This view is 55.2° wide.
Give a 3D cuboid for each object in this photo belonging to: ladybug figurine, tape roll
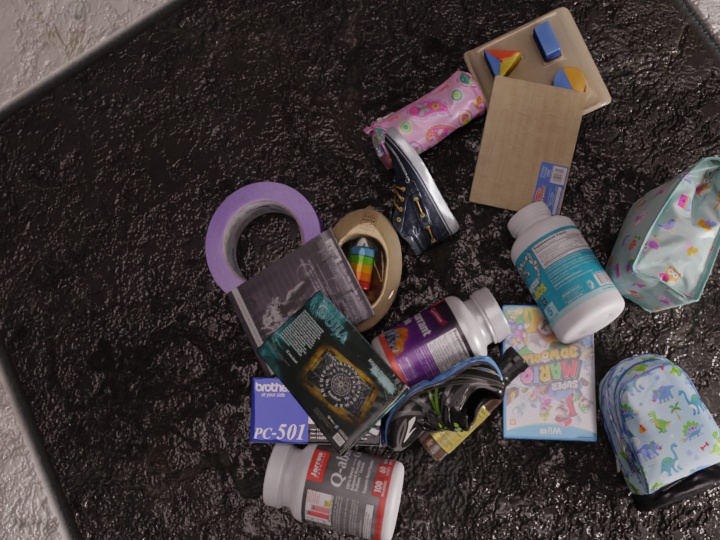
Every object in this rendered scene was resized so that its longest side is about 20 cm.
[{"bbox_3d":[0.000,0.000,1.105,0.132,0.072,0.205,12,82,4],"label":"ladybug figurine"},{"bbox_3d":[-0.154,-0.039,1.141,0.195,0.066,0.206,-1,79,7],"label":"tape roll"}]

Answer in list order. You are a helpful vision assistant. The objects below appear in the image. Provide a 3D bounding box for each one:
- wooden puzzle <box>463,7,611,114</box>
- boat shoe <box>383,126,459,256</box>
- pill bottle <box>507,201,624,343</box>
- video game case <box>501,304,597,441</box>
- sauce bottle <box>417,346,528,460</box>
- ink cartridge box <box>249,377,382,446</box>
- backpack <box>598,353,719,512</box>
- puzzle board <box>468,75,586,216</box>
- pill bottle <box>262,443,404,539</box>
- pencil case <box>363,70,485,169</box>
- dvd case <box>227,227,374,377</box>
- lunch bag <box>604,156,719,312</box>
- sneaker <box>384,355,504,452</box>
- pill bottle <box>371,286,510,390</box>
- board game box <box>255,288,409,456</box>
[{"bbox_3d":[0.291,-0.325,1.137,0.196,0.046,0.189,-22,77,4],"label":"wooden puzzle"},{"bbox_3d":[0.073,-0.119,1.084,0.090,0.071,0.202,-34,109,2],"label":"boat shoe"},{"bbox_3d":[0.298,-0.002,1.036,0.109,0.111,0.203,-27,65,3],"label":"pill bottle"},{"bbox_3d":[0.289,0.156,1.063,0.139,0.018,0.206,0,80,8],"label":"video game case"},{"bbox_3d":[0.171,0.198,1.045,0.200,0.065,0.065,-44,77,2],"label":"sauce bottle"},{"bbox_3d":[-0.065,0.209,1.028,0.194,0.044,0.097,0,80,5],"label":"ink cartridge box"},{"bbox_3d":[0.426,0.218,0.981,0.160,0.154,0.204,-23,64,10],"label":"backpack"},{"bbox_3d":[0.267,-0.196,1.108,0.147,0.017,0.205,12,98,5],"label":"puzzle board"},{"bbox_3d":[-0.039,0.325,1.030,0.195,0.116,0.119,10,81,10],"label":"pill bottle"},{"bbox_3d":[0.106,-0.246,1.130,0.197,0.087,0.089,-30,77,2],"label":"pencil case"},{"bbox_3d":[-0.094,0.051,1.067,0.197,0.016,0.151,-31,79,9],"label":"dvd case"},{"bbox_3d":[0.450,-0.053,1.001,0.120,0.170,0.203,26,82,6],"label":"lunch bag"},{"bbox_3d":[0.118,0.200,0.988,0.197,0.071,0.084,-34,47,8],"label":"sneaker"},{"bbox_3d":[0.124,0.109,1.048,0.197,0.111,0.113,-29,77,2],"label":"pill bottle"},{"bbox_3d":[-0.042,0.144,0.997,0.135,0.028,0.200,-41,69,-6],"label":"board game box"}]
